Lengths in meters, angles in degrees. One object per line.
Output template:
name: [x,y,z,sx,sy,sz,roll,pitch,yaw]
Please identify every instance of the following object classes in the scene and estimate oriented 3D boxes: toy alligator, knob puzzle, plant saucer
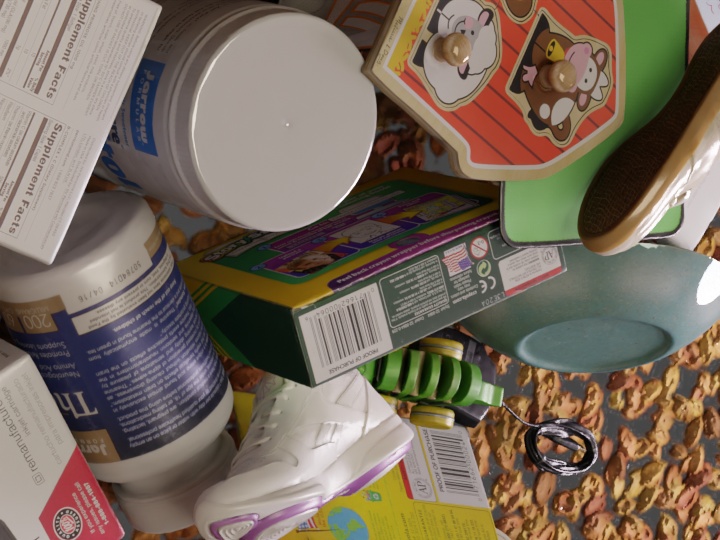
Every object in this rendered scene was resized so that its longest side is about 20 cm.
toy alligator: [0.011,0.065,1.547,0.200,0.054,0.059,14,77,-18]
knob puzzle: [0.105,-0.142,1.393,0.219,0.030,0.220,-4,95,-42]
plant saucer: [0.160,0.035,1.589,0.201,0.201,0.039,16,63,-35]

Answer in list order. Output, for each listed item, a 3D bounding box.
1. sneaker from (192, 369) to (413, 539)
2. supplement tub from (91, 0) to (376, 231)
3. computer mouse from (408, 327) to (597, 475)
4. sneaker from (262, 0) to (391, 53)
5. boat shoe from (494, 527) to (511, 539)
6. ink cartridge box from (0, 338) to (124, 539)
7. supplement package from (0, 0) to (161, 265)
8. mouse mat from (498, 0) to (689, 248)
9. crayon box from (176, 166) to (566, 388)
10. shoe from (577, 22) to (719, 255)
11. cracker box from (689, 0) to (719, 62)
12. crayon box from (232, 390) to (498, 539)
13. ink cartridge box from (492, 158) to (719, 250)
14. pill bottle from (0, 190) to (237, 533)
sneaker: [-0.051,0.111,1.448,0.100,0.075,0.200,57,34,6]
supplement tub: [-0.096,-0.102,1.382,0.132,0.200,0.132,-8,105,-32]
computer mouse: [0.095,0.097,1.654,0.200,0.034,0.059,34,59,-32]
sneaker: [-0.004,-0.184,1.448,0.092,0.200,0.076,46,31,-24]
boat shoe: [0.023,0.214,1.612,0.200,0.073,0.063,6,139,-38]
ink cartridge box: [-0.266,0.153,1.396,0.200,0.083,0.145,-36,118,-22]
supplement package: [-0.228,-0.109,1.292,0.111,0.200,0.156,25,86,-35]
mouse mat: [0.149,-0.116,1.462,0.161,0.008,0.200,-4,98,-37]
crayon box: [0.000,0.000,1.485,0.200,0.172,0.058,-23,109,-27]
shoe: [0.208,-0.078,1.462,0.053,0.070,0.200,48,65,-22]
cracker box: [0.319,-0.205,1.724,0.200,0.058,0.134,-38,118,-22]
crayon box: [-0.004,0.155,1.549,0.200,0.127,0.051,13,137,-35]
ink cartridge box: [0.138,-0.100,1.561,0.200,0.145,0.083,41,72,-33]
pill bottle: [-0.146,0.060,1.439,0.111,0.111,0.200,-34,117,-23]
